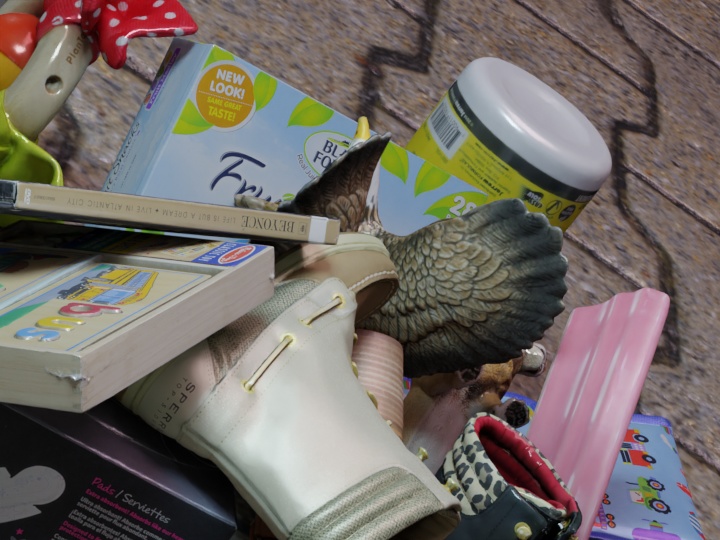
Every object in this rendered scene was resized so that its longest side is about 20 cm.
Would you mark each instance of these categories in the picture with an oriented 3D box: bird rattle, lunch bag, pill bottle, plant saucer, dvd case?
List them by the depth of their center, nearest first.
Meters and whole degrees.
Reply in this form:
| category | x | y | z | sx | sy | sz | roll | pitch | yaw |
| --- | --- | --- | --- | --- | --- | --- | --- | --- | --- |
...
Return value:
| category | x | y | z | sx | sy | sz | roll | pitch | yaw |
| --- | --- | --- | --- | --- | --- | --- | --- | --- | --- |
| dvd case | -0.130 | -0.030 | 1.390 | 0.148 | 0.016 | 0.199 | 5 | 0 | 44 |
| plant saucer | 0.112 | 0.100 | 1.614 | 0.051 | 0.201 | 0.201 | 20 | 20 | 5 |
| bird rattle | -0.190 | -0.119 | 1.695 | 0.112 | 0.201 | 0.163 | 26 | 0 | -30 |
| lunch bag | 0.092 | 0.137 | 1.783 | 0.199 | 0.094 | 0.151 | 18 | 27 | -16 |
| pill bottle | 0.058 | -0.025 | 1.870 | 0.112 | 0.200 | 0.113 | 32 | 22 | -14 |

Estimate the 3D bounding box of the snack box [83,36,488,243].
| category | x | y | z | sx | sy | sz | roll | pitch | yaw |
| --- | --- | --- | --- | --- | --- | --- | --- | --- | --- |
| snack box | -0.051 | -0.014 | 1.705 | 0.200 | 0.169 | 0.068 | 28 | -5 | -27 |

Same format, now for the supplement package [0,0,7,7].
| category | x | y | z | sx | sy | sz | roll | pitch | yaw |
| --- | --- | --- | --- | --- | --- | --- | --- | --- | --- |
| supplement package | -0.246 | -0.229 | 1.915 | 0.117 | 0.117 | 0.200 | 44 | 21 | 17 |

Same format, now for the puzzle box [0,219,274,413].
| category | x | y | z | sx | sy | sz | roll | pitch | yaw |
| --- | --- | --- | --- | --- | --- | --- | --- | --- | --- |
| puzzle box | -0.134 | 0.016 | 1.291 | 0.132 | 0.026 | 0.200 | 7 | 16 | 20 |

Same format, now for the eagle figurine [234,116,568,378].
| category | x | y | z | sx | sy | sz | roll | pitch | yaw |
| --- | --- | --- | --- | --- | --- | --- | --- | --- | --- |
| eagle figurine | -0.001 | -0.007 | 1.578 | 0.152 | 0.151 | 0.200 | 68 | -17 | -14 |

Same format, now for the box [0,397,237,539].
| category | x | y | z | sx | sy | sz | roll | pitch | yaw |
| --- | --- | --- | --- | --- | --- | --- | --- | --- | --- |
| box | -0.169 | 0.080 | 1.394 | 0.200 | 0.115 | 0.132 | 31 | 22 | -20 |

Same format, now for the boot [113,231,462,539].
| category | x | y | z | sx | sy | sz | roll | pitch | yaw |
| --- | --- | --- | --- | --- | --- | --- | --- | --- | --- |
| boot | -0.008 | 0.067 | 1.408 | 0.155 | 0.072 | 0.200 | 44 | 34 | 14 |

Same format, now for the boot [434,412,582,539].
| category | x | y | z | sx | sy | sz | roll | pitch | yaw |
| --- | --- | --- | --- | --- | --- | --- | --- | --- | --- |
| boot | 0.056 | 0.185 | 1.490 | 0.073 | 0.154 | 0.204 | 19 | 29 | -38 |

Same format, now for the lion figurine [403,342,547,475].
| category | x | y | z | sx | sy | sz | roll | pitch | yaw |
| --- | --- | --- | --- | --- | --- | --- | --- | --- | --- |
| lion figurine | 0.036 | 0.102 | 1.659 | 0.072 | 0.200 | 0.122 | 38 | -7 | -13 |

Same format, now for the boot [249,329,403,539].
| category | x | y | z | sx | sy | sz | roll | pitch | yaw |
| --- | --- | --- | --- | --- | --- | --- | --- | --- | --- |
| boot | -0.029 | 0.135 | 1.539 | 0.076 | 0.200 | 0.156 | 18 | 62 | -18 |
